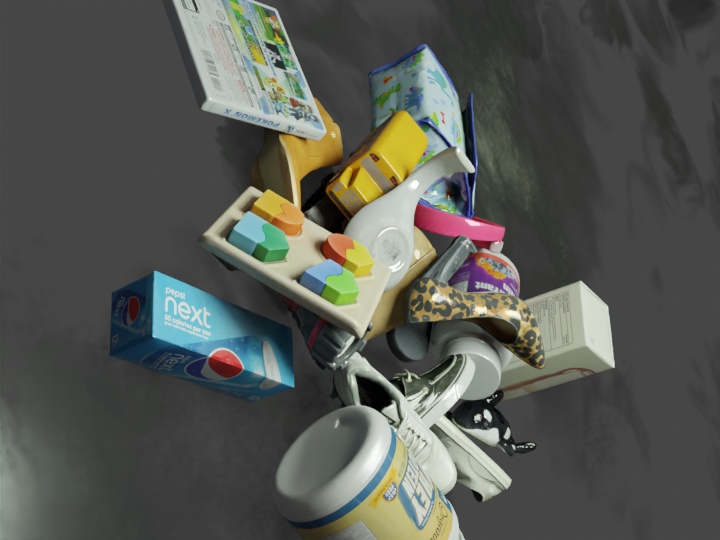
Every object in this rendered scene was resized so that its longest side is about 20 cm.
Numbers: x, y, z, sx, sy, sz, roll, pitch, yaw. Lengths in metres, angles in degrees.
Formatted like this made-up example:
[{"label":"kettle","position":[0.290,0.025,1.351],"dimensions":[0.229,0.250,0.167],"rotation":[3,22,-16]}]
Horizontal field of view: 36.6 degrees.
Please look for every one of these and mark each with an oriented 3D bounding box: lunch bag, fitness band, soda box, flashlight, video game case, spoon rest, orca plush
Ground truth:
[{"label":"lunch bag","position":[0.105,-0.189,1.559],"dimensions":[0.200,0.126,0.172],"rotation":[48,31,-39]},{"label":"fitness band","position":[0.113,-0.063,1.455],"dimensions":[0.141,0.200,0.038],"rotation":[14,95,-15]},{"label":"soda box","position":[-0.152,0.070,1.078],"dimensions":[0.199,0.063,0.069],"rotation":[27,51,-47]},{"label":"flashlight","position":[-0.080,0.019,1.137],"dimensions":[0.199,0.068,0.068],"rotation":[39,-13,17]},{"label":"video game case","position":[-0.138,-0.249,1.259],"dimensions":[0.181,0.022,0.202],"rotation":[9,50,-46]},{"label":"spoon rest","position":[0.050,-0.060,1.261],"dimensions":[0.200,0.060,0.100],"rotation":[-49,118,-15]},{"label":"orca plush","position":[0.187,0.200,1.459],"dimensions":[0.199,0.105,0.072],"rotation":[33,85,-43]}]

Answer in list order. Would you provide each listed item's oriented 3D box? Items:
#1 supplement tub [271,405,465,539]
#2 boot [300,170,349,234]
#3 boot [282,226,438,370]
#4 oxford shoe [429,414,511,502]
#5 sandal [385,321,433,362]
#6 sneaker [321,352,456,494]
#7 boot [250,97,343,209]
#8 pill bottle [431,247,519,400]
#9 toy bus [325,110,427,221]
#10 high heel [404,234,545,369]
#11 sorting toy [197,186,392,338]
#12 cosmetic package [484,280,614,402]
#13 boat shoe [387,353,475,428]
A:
[{"label":"supplement tub","position":[0.015,0.259,1.144],"dimensions":[0.201,0.143,0.146],"rotation":[53,35,-23]},{"label":"boot","position":[0.006,-0.047,1.379],"dimensions":[0.176,0.068,0.200],"rotation":[62,35,-12]},{"label":"boot","position":[0.000,0.000,1.285],"dimensions":[0.199,0.066,0.178],"rotation":[-33,113,-33]},{"label":"oxford shoe","position":[0.112,0.227,1.386],"dimensions":[0.200,0.058,0.075],"rotation":[45,-2,-18]},{"label":"sandal","position":[0.065,0.064,1.438],"dimensions":[0.077,0.042,0.200],"rotation":[68,22,-15]},{"label":"sneaker","position":[0.037,0.176,1.204],"dimensions":[0.075,0.081,0.200],"rotation":[-45,100,-16]},{"label":"boot","position":[-0.069,-0.134,1.309],"dimensions":[0.143,0.070,0.204],"rotation":[5,62,-49]},{"label":"pill bottle","position":[0.153,0.072,1.447],"dimensions":[0.112,0.110,0.201],"rotation":[50,32,-26]},{"label":"toy bus","position":[0.023,-0.128,1.350],"dimensions":[0.065,0.078,0.200],"rotation":[50,28,-10]},{"label":"high heel","position":[0.137,0.075,1.310],"dimensions":[0.201,0.071,0.143],"rotation":[51,55,-10]},{"label":"sorting toy","position":[-0.058,-0.019,1.113],"dimensions":[0.183,0.037,0.200],"rotation":[30,20,-1]},{"label":"cosmetic package","position":[0.246,0.105,1.528],"dimensions":[0.087,0.198,0.105],"rotation":[34,47,-40]},{"label":"boat shoe","position":[0.060,0.154,1.292],"dimensions":[0.200,0.070,0.064],"rotation":[-42,102,-30]}]
